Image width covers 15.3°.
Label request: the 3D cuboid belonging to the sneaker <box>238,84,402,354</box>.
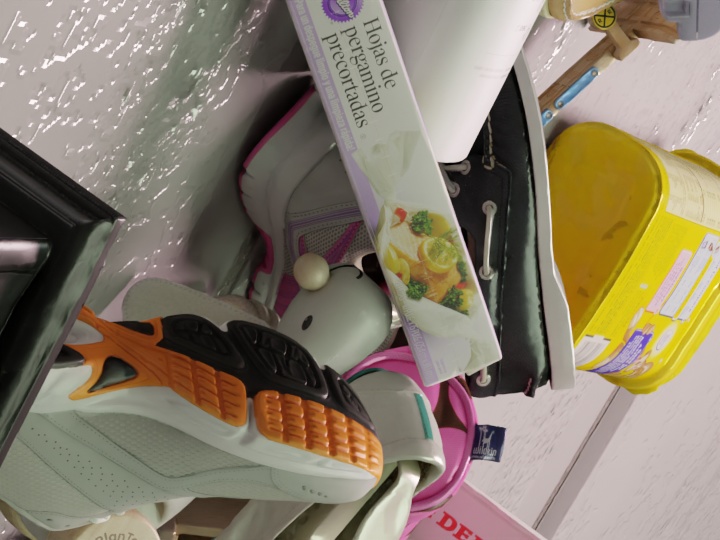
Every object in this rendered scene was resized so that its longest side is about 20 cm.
[{"bbox_3d":[0.000,0.000,1.273,0.081,0.088,0.200,-48,158,-17],"label":"sneaker"}]

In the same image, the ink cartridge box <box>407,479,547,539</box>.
[{"bbox_3d":[0.011,0.205,1.515,0.201,0.144,0.084,-55,160,1],"label":"ink cartridge box"}]

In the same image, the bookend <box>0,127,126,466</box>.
[{"bbox_3d":[-0.204,0.044,0.904,0.201,0.092,0.198,-61,157,13],"label":"bookend"}]

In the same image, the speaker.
[{"bbox_3d":[0.054,-0.150,1.180,0.081,0.081,0.201,-14,135,-59],"label":"speaker"}]

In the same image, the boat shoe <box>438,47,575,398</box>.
[{"bbox_3d":[0.066,-0.030,1.339,0.076,0.060,0.202,-98,179,-77],"label":"boat shoe"}]

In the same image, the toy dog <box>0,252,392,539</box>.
[{"bbox_3d":[-0.087,0.051,1.162,0.200,0.131,0.097,-52,128,-29],"label":"toy dog"}]

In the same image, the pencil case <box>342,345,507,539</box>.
[{"bbox_3d":[0.010,0.095,1.376,0.200,0.090,0.094,128,-19,-74],"label":"pencil case"}]

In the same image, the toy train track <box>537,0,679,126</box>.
[{"bbox_3d":[0.110,-0.113,1.399,0.200,0.033,0.115,-43,-163,-8],"label":"toy train track"}]

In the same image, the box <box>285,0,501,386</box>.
[{"bbox_3d":[0.013,-0.045,1.158,0.038,0.041,0.201,-20,116,-1],"label":"box"}]

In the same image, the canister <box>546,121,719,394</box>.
[{"bbox_3d":[0.153,-0.007,1.589,0.149,0.086,0.200,-59,157,8],"label":"canister"}]

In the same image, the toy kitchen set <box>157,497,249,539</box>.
[{"bbox_3d":[-0.117,0.227,1.280,0.162,0.201,0.181,8,124,-19],"label":"toy kitchen set"}]

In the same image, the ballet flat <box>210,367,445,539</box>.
[{"bbox_3d":[-0.032,0.133,1.205,0.200,0.069,0.069,-52,160,17],"label":"ballet flat"}]

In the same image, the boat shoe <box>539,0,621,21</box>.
[{"bbox_3d":[0.167,-0.185,1.371,0.200,0.076,0.072,-43,156,-27],"label":"boat shoe"}]

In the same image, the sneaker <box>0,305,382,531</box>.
[{"bbox_3d":[-0.091,0.068,1.082,0.076,0.198,0.092,-93,-159,-57],"label":"sneaker"}]

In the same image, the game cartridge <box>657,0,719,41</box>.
[{"bbox_3d":[0.149,-0.221,1.231,0.041,0.134,0.201,-7,141,0],"label":"game cartridge"}]
